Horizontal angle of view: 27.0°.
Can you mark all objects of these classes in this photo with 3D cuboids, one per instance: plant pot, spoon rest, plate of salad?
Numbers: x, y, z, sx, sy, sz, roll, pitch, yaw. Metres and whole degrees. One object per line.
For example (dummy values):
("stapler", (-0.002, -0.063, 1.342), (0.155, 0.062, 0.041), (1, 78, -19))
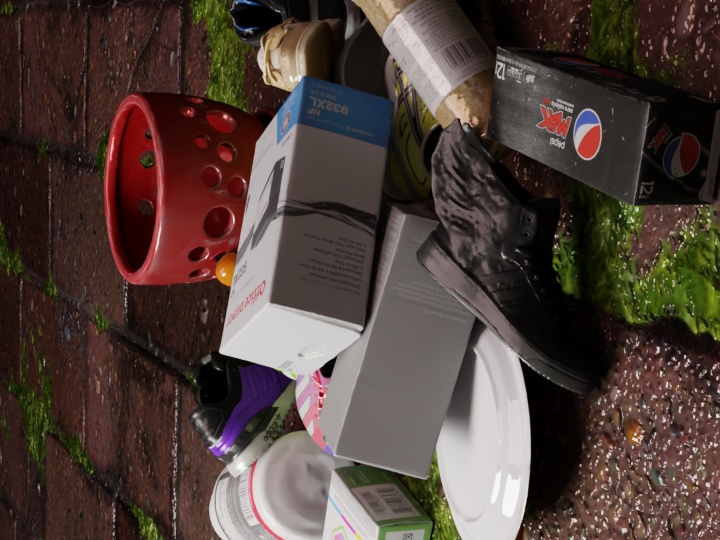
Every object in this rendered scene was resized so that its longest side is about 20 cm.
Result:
("plant pot", (-0.160, -0.087, 1.591), (0.200, 0.181, 0.202), (178, 90, -66))
("spoon rest", (0.016, -0.202, 1.325), (0.060, 0.099, 0.201), (-24, 56, 38))
("plate of salad", (0.104, 0.128, 1.183), (0.200, 0.048, 0.202), (180, 90, -75))

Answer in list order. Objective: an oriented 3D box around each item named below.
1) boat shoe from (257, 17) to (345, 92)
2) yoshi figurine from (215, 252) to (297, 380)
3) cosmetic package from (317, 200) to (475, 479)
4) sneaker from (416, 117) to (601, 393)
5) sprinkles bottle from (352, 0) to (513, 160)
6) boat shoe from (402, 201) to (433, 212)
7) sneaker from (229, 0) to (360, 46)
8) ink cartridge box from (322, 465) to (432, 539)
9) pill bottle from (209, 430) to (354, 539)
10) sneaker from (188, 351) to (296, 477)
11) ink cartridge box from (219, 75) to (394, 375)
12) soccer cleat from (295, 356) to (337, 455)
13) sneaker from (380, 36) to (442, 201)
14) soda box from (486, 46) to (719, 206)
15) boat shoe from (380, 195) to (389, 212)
("boat shoe", (-0.056, -0.185, 1.319), (0.200, 0.069, 0.074), (-63, -29, -77))
("yoshi figurine", (-0.075, 0.039, 1.469), (0.200, 0.111, 0.113), (59, 135, 43))
("cosmetic package", (0.035, 0.053, 1.196), (0.107, 0.090, 0.201), (-130, 54, -77))
("sneaker", (0.116, -0.011, 1.089), (0.200, 0.060, 0.104), (41, 106, 17))
("sprinkles bottle", (0.058, -0.176, 1.171), (0.201, 0.068, 0.068), (57, 146, 16))
("boat shoe", (0.050, 0.039, 1.291), (0.076, 0.071, 0.201), (41, 139, 43))
("sneaker", (-0.087, -0.260, 1.506), (0.200, 0.111, 0.074), (-159, 70, -64))
("ink cartridge box", (0.006, 0.294, 1.396), (0.104, 0.059, 0.201), (-135, 49, -57))
("pill bottle", (-0.087, 0.233, 1.536), (0.200, 0.110, 0.112), (147, 118, -62))
("sneaker", (-0.113, 0.109, 1.509), (0.070, 0.099, 0.200), (-43, 11, 35))
("ink cartridge box", (-0.045, -0.033, 1.229), (0.145, 0.083, 0.201), (139, 143, -62))
("soccer cleat", (-0.027, 0.100, 1.359), (0.077, 0.066, 0.201), (-99, 4, -57))
("sneaker", (0.061, -0.155, 1.256), (0.076, 0.075, 0.201), (19, 113, 42))
("soda box", (0.162, -0.101, 1.025), (0.200, 0.063, 0.071), (-142, 54, -60))
("boat shoe", (0.000, 0.000, 1.375), (0.071, 0.072, 0.201), (9, 120, 31))
